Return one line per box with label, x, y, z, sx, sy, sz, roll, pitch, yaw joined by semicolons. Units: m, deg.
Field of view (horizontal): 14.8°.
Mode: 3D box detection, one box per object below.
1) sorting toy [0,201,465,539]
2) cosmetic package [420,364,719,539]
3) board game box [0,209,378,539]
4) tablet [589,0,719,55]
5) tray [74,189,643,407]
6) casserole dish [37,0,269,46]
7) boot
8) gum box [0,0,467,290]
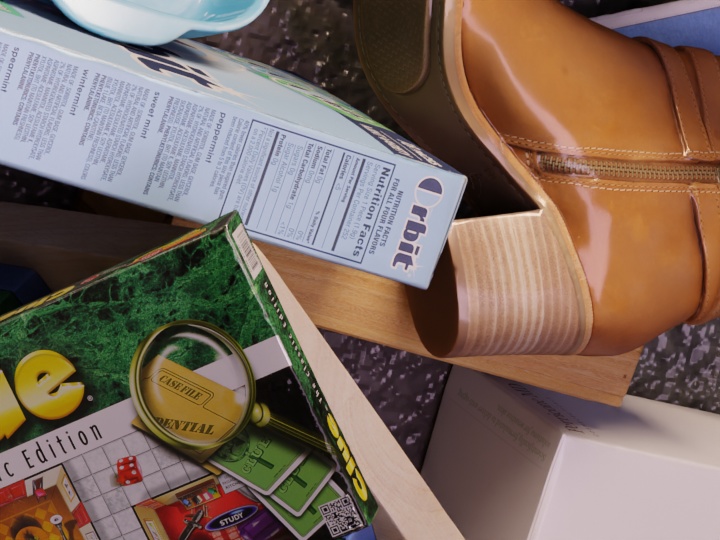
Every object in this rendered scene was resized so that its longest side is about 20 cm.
sorting toy;-0.062;0.077;0.978;0.070;0.199;0.199;-46;118;-23
cosmetic package;0.131;0.106;1.128;0.199;0.108;0.085;14;100;-27
board game box;-0.105;0.067;0.865;0.199;0.023;0.105;-24;98;15
tablet;0.159;-0.052;1.082;0.199;0.014;0.131;-11;117;18
tray;0.000;0.000;1.044;0.199;0.099;0.037;17;100;-26
casserole dish;-0.082;-0.163;0.952;0.120;0.039;0.202;16;65;-26
boot;0.085;-0.071;1.000;0.154;0.077;0.202;-9;87;-26
gum box;-0.086;-0.060;0.950;0.199;0.170;0.045;17;98;-26
